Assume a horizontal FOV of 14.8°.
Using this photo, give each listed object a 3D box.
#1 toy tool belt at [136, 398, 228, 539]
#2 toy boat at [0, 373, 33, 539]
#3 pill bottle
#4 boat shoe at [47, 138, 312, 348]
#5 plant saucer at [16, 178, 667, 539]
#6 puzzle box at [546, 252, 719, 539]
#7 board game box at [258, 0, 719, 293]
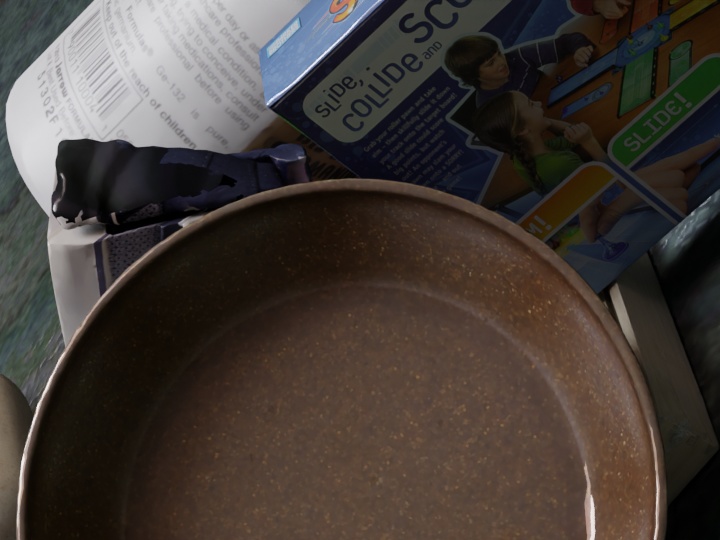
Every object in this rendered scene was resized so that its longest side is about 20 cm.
[{"bbox_3d":[-0.071,0.138,0.925,0.125,0.122,0.201,-111,44,-72],"label":"toy tool belt"},{"bbox_3d":[-0.220,0.128,1.347,0.200,0.130,0.131,-115,28,-64],"label":"toy boat"},{"bbox_3d":[-0.025,-0.088,0.997,0.200,0.114,0.115,-42,27,25],"label":"pill bottle"},{"bbox_3d":[-0.051,0.041,0.976,0.075,0.092,0.201,-90,-4,-50],"label":"boat shoe"},{"bbox_3d":[-0.004,0.073,0.842,0.201,0.200,0.037,-63,-18,-7],"label":"plant saucer"},{"bbox_3d":[0.053,0.046,0.943,0.133,0.025,0.200,-51,23,20],"label":"puzzle box"},{"bbox_3d":[0.084,-0.087,0.852,0.200,0.135,0.035,-41,31,20],"label":"board game box"}]
